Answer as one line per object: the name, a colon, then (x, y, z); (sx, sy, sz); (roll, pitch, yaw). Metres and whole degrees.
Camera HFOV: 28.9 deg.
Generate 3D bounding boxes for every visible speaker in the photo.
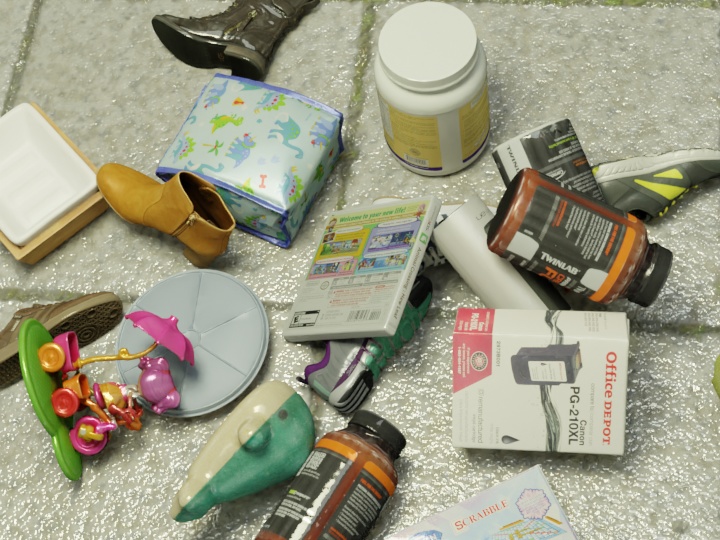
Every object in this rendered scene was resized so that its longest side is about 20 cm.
speaker: (0.171, 0.008, 1.677); (0.081, 0.081, 0.200); (-38, 86, -14)

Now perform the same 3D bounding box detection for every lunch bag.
lunch bag: (-0.143, -0.152, 1.822); (0.199, 0.128, 0.171); (24, 67, 9)

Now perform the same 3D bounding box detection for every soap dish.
soap dish: (-0.441, -0.114, 1.865); (0.157, 0.081, 0.200); (-39, 63, -14)

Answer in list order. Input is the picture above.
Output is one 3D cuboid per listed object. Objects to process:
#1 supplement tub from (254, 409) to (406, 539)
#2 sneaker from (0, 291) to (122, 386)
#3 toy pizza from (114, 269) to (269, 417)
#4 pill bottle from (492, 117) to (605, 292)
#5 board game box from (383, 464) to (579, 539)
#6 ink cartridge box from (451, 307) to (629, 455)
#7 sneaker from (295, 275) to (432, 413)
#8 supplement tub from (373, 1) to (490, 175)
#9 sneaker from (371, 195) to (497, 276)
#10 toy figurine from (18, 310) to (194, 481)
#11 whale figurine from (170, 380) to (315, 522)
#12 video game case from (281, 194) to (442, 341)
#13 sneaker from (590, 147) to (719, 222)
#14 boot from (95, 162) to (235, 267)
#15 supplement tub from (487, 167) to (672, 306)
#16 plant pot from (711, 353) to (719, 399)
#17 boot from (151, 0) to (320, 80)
supplement tub: (-0.027, 0.258, 1.588); (0.106, 0.107, 0.201); (27, 68, 20)
sneaker: (-0.401, 0.066, 1.766); (0.199, 0.071, 0.076); (-28, 56, -10)
toy pizza: (-0.209, 0.092, 1.746); (0.198, 0.032, 0.202); (-5, 62, 9)
pill bottle: (0.245, -0.076, 1.711); (0.106, 0.106, 0.201); (-23, 88, -6)
board game box: (0.156, 0.346, 1.552); (0.199, 0.041, 0.200); (-23, 61, -5)
ink cartridge box: (0.207, 0.126, 1.603); (0.198, 0.146, 0.084); (2, 19, 8)
sneaker: (0.005, 0.073, 1.709); (0.087, 0.075, 0.200); (29, 69, 26)
supplement tub: (0.093, -0.231, 1.792); (0.144, 0.200, 0.146); (-3, 60, 5)
sneaker: (0.101, -0.028, 1.752); (0.198, 0.070, 0.109); (6, 61, 14)
toy figurine: (-0.285, 0.130, 1.664); (0.183, 0.150, 0.202); (-16, 88, 4)
whale figurine: (-0.130, 0.221, 1.605); (0.104, 0.159, 0.200); (42, 59, 1)
video game case: (0.000, 0.000, 1.706); (0.199, 0.022, 0.183); (-7, 55, 50)
sneaker: (0.377, -0.107, 1.770); (0.198, 0.074, 0.085); (-9, 94, -10)
boot: (-0.243, -0.095, 1.761); (0.201, 0.144, 0.071); (39, 61, 2)
supplement tub: (0.252, -0.031, 1.598); (0.199, 0.107, 0.107); (25, 65, -2)
plant pot: (0.490, 0.155, 1.546); (0.199, 0.201, 0.185); (-23, 48, -6)
boot: (-0.176, -0.364, 1.986); (0.199, 0.069, 0.175); (22, 63, 10)
